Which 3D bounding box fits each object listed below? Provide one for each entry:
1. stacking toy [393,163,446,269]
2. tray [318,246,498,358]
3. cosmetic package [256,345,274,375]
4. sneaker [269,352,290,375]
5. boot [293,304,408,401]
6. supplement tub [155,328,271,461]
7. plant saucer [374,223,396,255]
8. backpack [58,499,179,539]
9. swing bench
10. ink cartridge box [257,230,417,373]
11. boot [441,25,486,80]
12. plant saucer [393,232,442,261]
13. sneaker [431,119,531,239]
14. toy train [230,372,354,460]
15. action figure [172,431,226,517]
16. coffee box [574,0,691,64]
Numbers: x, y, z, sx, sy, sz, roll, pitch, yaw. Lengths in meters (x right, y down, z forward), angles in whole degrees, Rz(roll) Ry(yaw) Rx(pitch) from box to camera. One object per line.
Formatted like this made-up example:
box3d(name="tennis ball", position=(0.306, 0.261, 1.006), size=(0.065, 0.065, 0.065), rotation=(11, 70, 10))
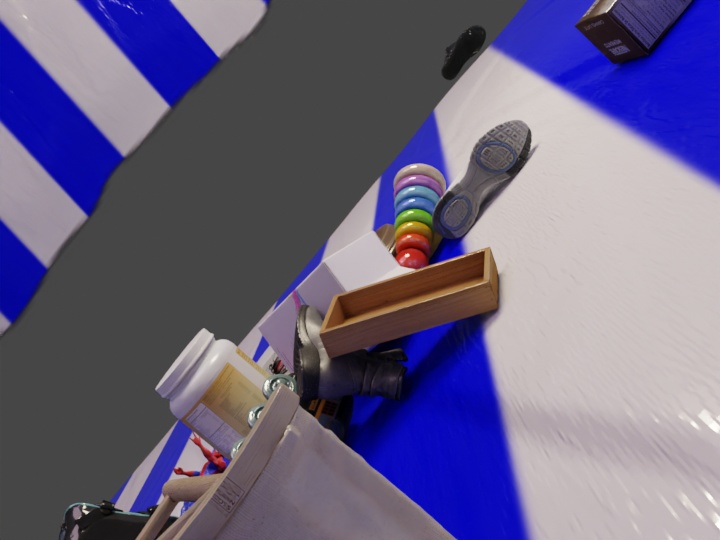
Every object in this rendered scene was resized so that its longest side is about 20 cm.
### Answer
box3d(name="stacking toy", position=(0.085, -0.061, 1.320), size=(0.085, 0.084, 0.203), rotation=(-41, 32, 44))
box3d(name="tray", position=(0.056, 0.036, 0.982), size=(0.196, 0.038, 0.099), rotation=(-17, 19, 16))
box3d(name="cosmetic package", position=(-0.142, 0.170, 1.594), size=(0.201, 0.071, 0.101), rotation=(-52, 9, -14))
box3d(name="sneaker", position=(-0.111, 0.161, 1.325), size=(0.078, 0.082, 0.200), rotation=(-44, -2, 6))
box3d(name="boot", position=(-0.014, 0.104, 1.049), size=(0.201, 0.128, 0.071), rotation=(-105, 19, -65))
box3d(name="supplement tub", position=(-0.211, 0.203, 1.390), size=(0.145, 0.199, 0.145), rotation=(-47, 9, 10))
box3d(name="plant saucer", position=(0.000, 0.000, 1.407), size=(0.201, 0.029, 0.200), rotation=(-50, 9, 11))
box3d(name="backpack", position=(-0.349, 0.433, 1.239), size=(0.201, 0.172, 0.156), rotation=(123, 149, -49))
box3d(name="swing bench", position=(-0.040, 0.206, 0.524), size=(0.200, 0.198, 0.131), rotation=(-41, 12, 48))
box3d(name="ink cartridge box", position=(-0.018, 0.053, 1.183), size=(0.200, 0.126, 0.128), rotation=(-43, -6, 39))
box3d(name="boot", position=(0.328, -0.714, 2.797), size=(0.201, 0.076, 0.169), rotation=(-53, 10, 30))
box3d(name="plant saucer", position=(0.034, 0.021, 1.398), size=(0.201, 0.048, 0.200), rotation=(-56, 10, -34))
box3d(name="sneaker", position=(0.172, -0.139, 1.284), size=(0.201, 0.074, 0.087), rotation=(-49, 4, 8))
box3d(name="toy train", position=(-0.079, 0.202, 1.022), size=(0.201, 0.111, 0.087), rotation=(-66, -13, -51))
box3d(name="action figure", position=(-0.303, 0.370, 1.531), size=(0.065, 0.099, 0.201), rotation=(-39, 12, 43))
box3d(name="coffee box", position=(0.384, -0.375, 1.132), size=(0.201, 0.079, 0.114), rotation=(-50, 9, 2))
